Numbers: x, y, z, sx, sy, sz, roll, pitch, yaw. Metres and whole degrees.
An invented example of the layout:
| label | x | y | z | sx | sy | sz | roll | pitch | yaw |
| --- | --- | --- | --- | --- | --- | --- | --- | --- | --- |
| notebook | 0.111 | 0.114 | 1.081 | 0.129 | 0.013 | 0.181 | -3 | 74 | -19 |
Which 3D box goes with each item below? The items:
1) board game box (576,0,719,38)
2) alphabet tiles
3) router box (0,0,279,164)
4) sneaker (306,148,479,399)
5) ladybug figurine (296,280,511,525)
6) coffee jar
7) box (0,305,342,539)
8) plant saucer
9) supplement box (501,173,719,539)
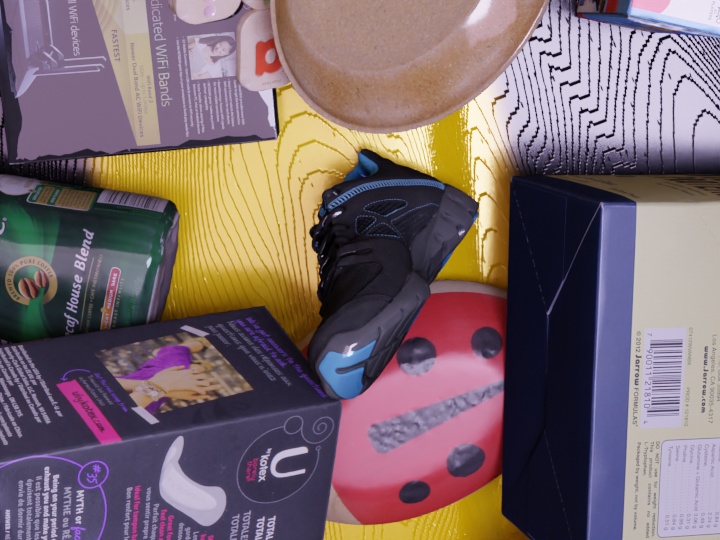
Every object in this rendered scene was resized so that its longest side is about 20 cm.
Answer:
| label | x | y | z | sx | sy | sz | roll | pitch | yaw |
| --- | --- | --- | --- | --- | --- | --- | --- | --- | --- |
| board game box | 0.174 | -0.225 | 0.856 | 0.055 | 0.196 | 0.202 | 12 | 99 | -2 |
| alphabet tiles | -0.015 | -0.198 | 0.887 | 0.199 | 0.015 | 0.197 | -18 | 128 | -29 |
| router box | -0.132 | -0.168 | 0.937 | 0.156 | 0.052 | 0.202 | -4 | 99 | 0 |
| sneaker | 0.000 | 0.000 | 0.902 | 0.082 | 0.200 | 0.073 | 33 | 121 | 0 |
| ladybug figurine | 0.030 | 0.082 | 0.968 | 0.199 | 0.072 | 0.136 | -28 | 98 | 4 |
| coffee jar | -0.210 | -0.009 | 0.945 | 0.198 | 0.085 | 0.105 | 13 | 108 | -2 |
| box | -0.124 | 0.107 | 0.877 | 0.199 | 0.106 | 0.123 | -7 | 122 | -27 |
| plant saucer | 0.027 | -0.174 | 0.901 | 0.199 | 0.035 | 0.201 | -21 | 130 | -27 |
| supplement box | 0.193 | 0.051 | 0.887 | 0.198 | 0.134 | 0.202 | -1 | 99 | -15 |
